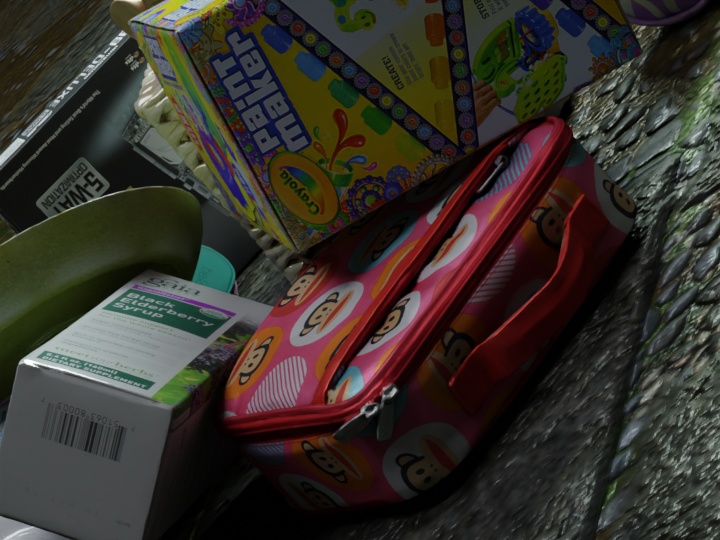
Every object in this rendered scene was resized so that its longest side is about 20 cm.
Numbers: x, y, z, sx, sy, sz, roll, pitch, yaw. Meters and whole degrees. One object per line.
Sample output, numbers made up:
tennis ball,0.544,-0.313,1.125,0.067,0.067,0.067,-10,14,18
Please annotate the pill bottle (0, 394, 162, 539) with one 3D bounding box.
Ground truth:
pill bottle,-0.154,0.138,1.426,0.109,0.109,0.200,-42,16,9

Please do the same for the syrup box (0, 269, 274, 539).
syrup box,-0.105,0.065,1.371,0.200,0.079,0.082,-45,-30,-71

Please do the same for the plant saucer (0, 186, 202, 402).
plant saucer,-0.163,0.028,1.493,0.200,0.031,0.200,-30,-17,-10

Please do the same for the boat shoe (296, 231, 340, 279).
boat shoe,0.000,0.000,1.469,0.070,0.070,0.200,-22,28,46

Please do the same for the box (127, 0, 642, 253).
box,0.005,-0.116,1.391,0.192,0.122,0.200,-30,11,-6

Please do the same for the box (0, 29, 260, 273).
box,-0.123,-0.068,1.789,0.200,0.158,0.050,-46,15,-8

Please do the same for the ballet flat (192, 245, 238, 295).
ballet flat,-0.120,0.051,1.668,0.071,0.069,0.200,-57,5,25

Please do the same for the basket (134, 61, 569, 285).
basket,-0.003,-0.120,1.619,0.200,0.161,0.198,-39,15,13

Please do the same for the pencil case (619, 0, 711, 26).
pencil case,0.181,-0.217,1.540,0.084,0.086,0.200,-27,22,43

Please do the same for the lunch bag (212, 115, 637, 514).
lunch bag,0.037,0.021,1.312,0.176,0.082,0.200,-11,37,56

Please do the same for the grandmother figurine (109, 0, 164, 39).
grandmother figurine,-0.057,-0.212,1.591,0.121,0.061,0.200,-6,42,53
